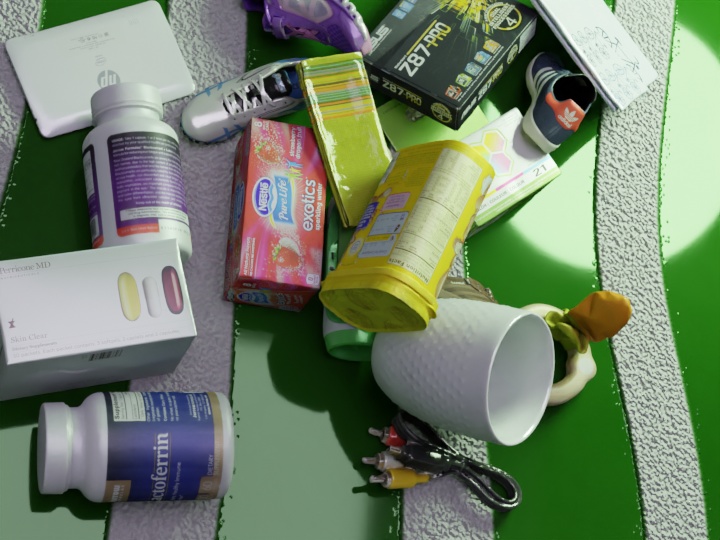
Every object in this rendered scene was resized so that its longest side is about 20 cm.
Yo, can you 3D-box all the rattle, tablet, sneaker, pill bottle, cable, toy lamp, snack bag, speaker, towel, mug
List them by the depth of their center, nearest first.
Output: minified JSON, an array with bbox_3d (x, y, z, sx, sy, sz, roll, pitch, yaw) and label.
[{"bbox_3d":[-0.240,0.187,1.524,0.198,0.116,0.117,1,71,-17],"label":"pill bottle"},{"bbox_3d":[0.115,0.122,1.613,0.148,0.174,0.201,-56,138,-29],"label":"mug"},{"bbox_3d":[-0.256,-0.104,1.621,0.110,0.111,0.202,-3,73,-19],"label":"pill bottle"},{"bbox_3d":[-0.009,-0.154,1.665,0.085,0.018,0.202,-15,85,-24],"label":"towel"},{"bbox_3d":[0.096,0.226,1.677,0.198,0.050,0.098,21,49,-24],"label":"cable"},{"bbox_3d":[0.000,0.000,1.686,0.087,0.088,0.202,8,70,-16],"label":"speaker"},{"bbox_3d":[0.137,0.043,1.692,0.199,0.071,0.076,29,48,21],"label":"sneaker"},{"bbox_3d":[0.209,0.104,1.694,0.198,0.142,0.132,-12,94,-28],"label":"rattle"},{"bbox_3d":[-0.308,-0.242,1.705,0.198,0.014,0.131,-21,80,-23],"label":"tablet"},{"bbox_3d":[-0.126,-0.211,1.723,0.198,0.072,0.072,-24,82,-23],"label":"sneaker"},{"bbox_3d":[0.008,-0.165,1.727,0.058,0.058,0.201,-41,107,-26],"label":"toy lamp"},{"bbox_3d":[-0.072,-0.313,1.762,0.200,0.081,0.088,40,73,22],"label":"sneaker"},{"bbox_3d":[0.259,-0.229,1.814,0.075,0.084,0.201,38,34,-21],"label":"sneaker"},{"bbox_3d":[0.315,-0.303,1.878,0.189,0.021,0.200,53,34,3],"label":"snack bag"}]

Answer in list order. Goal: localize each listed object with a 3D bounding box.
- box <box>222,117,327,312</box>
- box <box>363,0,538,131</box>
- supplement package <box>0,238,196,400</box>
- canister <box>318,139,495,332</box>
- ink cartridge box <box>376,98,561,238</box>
[{"bbox_3d":[-0.098,-0.064,1.668,0.098,0.096,0.202,9,69,-14],"label":"box"},{"bbox_3d":[0.108,-0.286,1.810,0.160,0.049,0.200,30,61,19],"label":"box"},{"bbox_3d":[-0.292,0.053,1.530,0.198,0.156,0.112,-9,74,-20],"label":"supplement package"},{"bbox_3d":[0.054,-0.039,1.585,0.086,0.148,0.201,39,66,-28],"label":"canister"},{"bbox_3d":[0.130,-0.158,1.787,0.147,0.076,0.201,-31,85,-25],"label":"ink cartridge box"}]
